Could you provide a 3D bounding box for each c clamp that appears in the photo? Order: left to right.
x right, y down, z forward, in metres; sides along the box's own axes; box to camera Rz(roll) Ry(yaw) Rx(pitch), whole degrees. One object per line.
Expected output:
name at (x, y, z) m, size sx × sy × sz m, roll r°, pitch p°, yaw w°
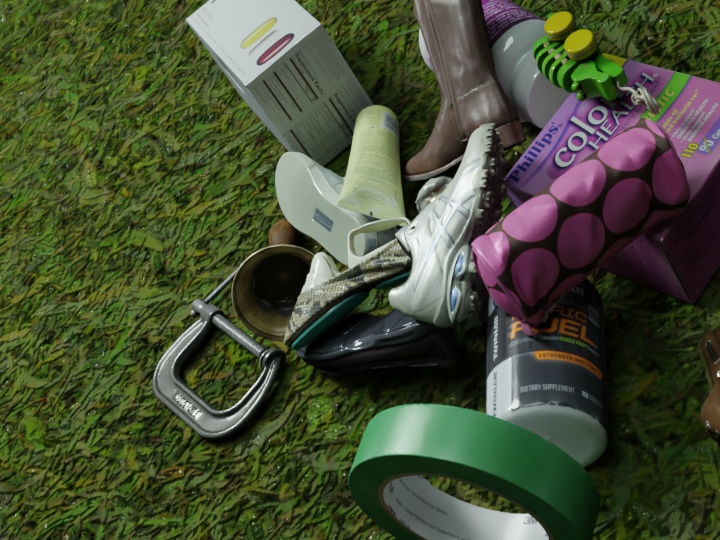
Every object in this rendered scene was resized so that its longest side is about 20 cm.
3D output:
c clamp at (-0.144, 0.087, 1.521) m, size 0.171 × 0.027 × 0.200 m, roll -43°, pitch 41°, yaw -7°

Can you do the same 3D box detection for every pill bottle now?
pill bottle at (0.155, -0.226, 1.528) m, size 0.112 × 0.112 × 0.200 m, roll -41°, pitch 41°, yaw -5°
pill bottle at (0.163, 0.069, 1.264) m, size 0.105 × 0.106 × 0.201 m, roll -16°, pitch 46°, yaw 23°

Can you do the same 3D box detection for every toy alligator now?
toy alligator at (0.209, -0.186, 1.348) m, size 0.054 × 0.059 × 0.200 m, roll -35°, pitch 41°, yaw 2°

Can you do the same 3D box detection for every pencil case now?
pencil case at (0.189, -0.038, 1.207) m, size 0.199 × 0.094 × 0.091 m, roll -37°, pitch -1°, yaw -4°

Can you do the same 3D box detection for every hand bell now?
hand bell at (-0.083, -0.015, 1.520) m, size 0.104 × 0.105 × 0.200 m, roll -29°, pitch 21°, yaw 9°

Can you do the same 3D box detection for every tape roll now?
tape roll at (0.090, 0.180, 1.144) m, size 0.199 × 0.201 × 0.048 m, roll 0°, pitch 53°, yaw 34°

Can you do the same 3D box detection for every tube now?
tube at (0.014, -0.109, 1.534) m, size 0.058 × 0.052 × 0.201 m, roll -19°, pitch 31°, yaw 13°

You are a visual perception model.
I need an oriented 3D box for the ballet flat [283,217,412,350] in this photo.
ballet flat at (0.000, 0.000, 1.391) m, size 0.199 × 0.068 × 0.076 m, roll -30°, pitch 79°, yaw 14°

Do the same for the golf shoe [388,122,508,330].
golf shoe at (0.079, -0.047, 1.313) m, size 0.096 × 0.078 × 0.202 m, roll 6°, pitch 67°, yaw 21°

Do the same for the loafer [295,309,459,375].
loafer at (0.014, 0.079, 1.391) m, size 0.199 × 0.063 × 0.072 m, roll -15°, pitch 24°, yaw 48°

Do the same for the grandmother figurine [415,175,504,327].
grandmother figurine at (0.097, -0.026, 1.436) m, size 0.120 × 0.061 × 0.201 m, roll -10°, pitch 40°, yaw -5°

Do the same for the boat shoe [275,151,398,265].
boat shoe at (-0.023, -0.064, 1.547) m, size 0.201 × 0.071 × 0.071 m, roll 45°, pitch 123°, yaw 44°

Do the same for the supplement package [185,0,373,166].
supplement package at (-0.091, -0.238, 1.677) m, size 0.111 × 0.156 × 0.200 m, roll -39°, pitch 41°, yaw -3°

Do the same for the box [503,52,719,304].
box at (0.268, -0.092, 1.342) m, size 0.199 × 0.097 × 0.176 m, roll 25°, pitch 70°, yaw 46°

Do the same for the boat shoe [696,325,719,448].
boat shoe at (0.312, 0.122, 1.148) m, size 0.067 × 0.072 × 0.201 m, roll -21°, pitch 34°, yaw 23°

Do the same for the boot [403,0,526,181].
boot at (0.081, -0.205, 1.484) m, size 0.064 × 0.202 × 0.186 m, roll -20°, pitch 0°, yaw -40°
